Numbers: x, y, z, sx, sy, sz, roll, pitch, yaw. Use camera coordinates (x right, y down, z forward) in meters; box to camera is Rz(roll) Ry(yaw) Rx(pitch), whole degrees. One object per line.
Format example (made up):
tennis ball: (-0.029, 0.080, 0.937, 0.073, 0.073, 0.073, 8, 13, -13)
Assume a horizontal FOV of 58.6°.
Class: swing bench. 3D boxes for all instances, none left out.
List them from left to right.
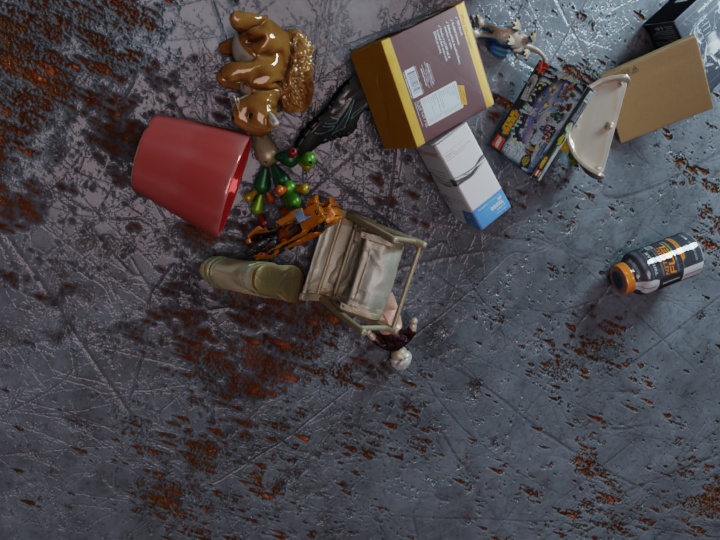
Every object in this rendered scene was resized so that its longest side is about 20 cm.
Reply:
swing bench: (0.000, 0.000, 1.308, 0.128, 0.197, 0.204, 6, 107, -53)

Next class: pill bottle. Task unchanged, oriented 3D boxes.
pill bottle: (0.689, -0.009, 1.507, 0.195, 0.106, 0.109, -19, 108, -8)

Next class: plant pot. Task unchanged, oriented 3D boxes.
plant pot: (-0.311, -0.183, 1.176, 0.173, 0.201, 0.205, 19, 100, -9)

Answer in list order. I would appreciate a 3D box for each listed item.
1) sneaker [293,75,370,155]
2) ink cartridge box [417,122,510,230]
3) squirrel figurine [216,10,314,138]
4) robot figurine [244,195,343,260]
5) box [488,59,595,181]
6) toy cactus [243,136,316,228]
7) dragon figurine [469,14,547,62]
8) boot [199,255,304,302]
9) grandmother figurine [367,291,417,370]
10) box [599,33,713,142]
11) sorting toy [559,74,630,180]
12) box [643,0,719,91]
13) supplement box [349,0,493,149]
sneaker: (-0.052, -0.286, 1.265, 0.200, 0.075, 0.079, -47, 112, 2)
ink cartridge box: (0.204, -0.200, 1.314, 0.083, 0.145, 0.202, -35, 110, -4)
squirrel figurine: (-0.163, -0.342, 1.175, 0.195, 0.140, 0.193, -4, 86, -30)
robot figurine: (-0.137, -0.079, 1.257, 0.196, 0.144, 0.060, -25, 83, 21)
box: (0.366, -0.307, 1.312, 0.039, 0.137, 0.203, 11, 116, -43)
toy cactus: (-0.171, -0.188, 1.242, 0.101, 0.199, 0.168, -20, 77, -42)
dragon figurine: (0.302, -0.470, 1.313, 0.196, 0.099, 0.060, 11, 101, -36)
boot: (-0.214, 0.017, 1.297, 0.151, 0.199, 0.075, 7, 88, 25)
grandmother figurine: (0.071, 0.130, 1.418, 0.118, 0.061, 0.205, -10, 112, 18)
box: (0.636, -0.386, 1.381, 0.196, 0.021, 0.166, -19, 116, 25)
sorting toy: (0.487, -0.289, 1.353, 0.104, 0.179, 0.206, 16, 91, 21)
box: (0.753, -0.523, 1.388, 0.199, 0.104, 0.183, -41, 111, 0)
supplement box: (0.119, -0.370, 1.232, 0.197, 0.132, 0.201, -30, 110, -20)
